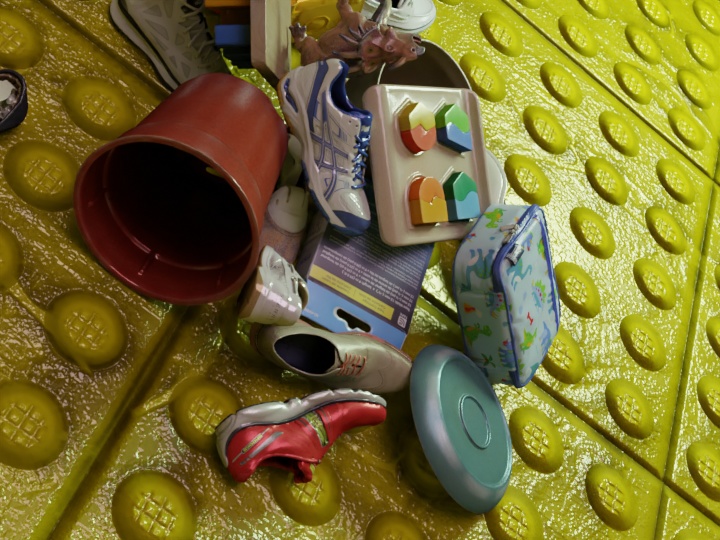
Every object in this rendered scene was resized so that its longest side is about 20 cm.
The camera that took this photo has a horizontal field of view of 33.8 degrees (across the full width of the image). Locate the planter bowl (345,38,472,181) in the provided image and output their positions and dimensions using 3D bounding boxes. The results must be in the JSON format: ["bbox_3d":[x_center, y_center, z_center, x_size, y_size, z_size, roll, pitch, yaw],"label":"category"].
[{"bbox_3d":[0.039,-0.176,1.485,0.199,0.134,0.202,8,78,-45],"label":"planter bowl"}]

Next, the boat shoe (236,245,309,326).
[{"bbox_3d":[-0.089,0.026,1.257,0.069,0.071,0.200,24,11,-8],"label":"boat shoe"}]

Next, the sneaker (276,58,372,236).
[{"bbox_3d":[-0.021,-0.138,1.324,0.201,0.088,0.075,68,22,-8],"label":"sneaker"}]

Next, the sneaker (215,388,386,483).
[{"bbox_3d":[-0.058,0.179,1.240,0.199,0.077,0.086,-9,72,-30],"label":"sneaker"}]

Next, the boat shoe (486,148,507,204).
[{"bbox_3d":[0.166,-0.074,1.592,0.071,0.060,0.203,-6,60,-5],"label":"boat shoe"}]

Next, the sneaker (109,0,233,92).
[{"bbox_3d":[-0.201,-0.281,1.405,0.200,0.115,0.076,43,44,-6],"label":"sneaker"}]

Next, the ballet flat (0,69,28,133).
[{"bbox_3d":[-0.404,-0.147,1.186,0.073,0.073,0.200,45,44,-3],"label":"ballet flat"}]

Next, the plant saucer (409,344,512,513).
[{"bbox_3d":[0.123,0.176,1.359,0.200,0.027,0.201,41,37,-40],"label":"plant saucer"}]

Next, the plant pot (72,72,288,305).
[{"bbox_3d":[-0.172,-0.102,1.261,0.200,0.201,0.196,37,37,-11],"label":"plant pot"}]

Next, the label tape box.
[{"bbox_3d":[0.000,0.000,1.400,0.143,0.066,0.201,29,63,-19],"label":"label tape box"}]

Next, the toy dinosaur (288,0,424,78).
[{"bbox_3d":[-0.026,-0.253,1.389,0.086,0.200,0.136,29,43,-33],"label":"toy dinosaur"}]

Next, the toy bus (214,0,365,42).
[{"bbox_3d":[-0.117,-0.391,1.554,0.191,0.136,0.201,-22,74,-28],"label":"toy bus"}]

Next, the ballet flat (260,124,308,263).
[{"bbox_3d":[-0.090,-0.095,1.399,0.068,0.067,0.201,17,52,-28],"label":"ballet flat"}]

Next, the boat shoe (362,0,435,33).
[{"bbox_3d":[0.048,-0.383,1.706,0.199,0.067,0.074,-15,72,-43],"label":"boat shoe"}]

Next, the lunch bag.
[{"bbox_3d":[0.183,0.027,1.449,0.161,0.082,0.201,-49,135,-45],"label":"lunch bag"}]

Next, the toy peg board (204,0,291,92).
[{"bbox_3d":[-0.141,-0.321,1.378,0.097,0.200,0.201,0,89,5],"label":"toy peg board"}]

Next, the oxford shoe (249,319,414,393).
[{"bbox_3d":[-0.023,0.102,1.295,0.199,0.074,0.071,14,97,-21],"label":"oxford shoe"}]

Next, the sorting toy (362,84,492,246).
[{"bbox_3d":[0.090,-0.128,1.408,0.199,0.036,0.187,-8,91,-47],"label":"sorting toy"}]

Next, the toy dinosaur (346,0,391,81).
[{"bbox_3d":[0.026,-0.301,1.605,0.088,0.047,0.201,31,63,-8],"label":"toy dinosaur"}]
